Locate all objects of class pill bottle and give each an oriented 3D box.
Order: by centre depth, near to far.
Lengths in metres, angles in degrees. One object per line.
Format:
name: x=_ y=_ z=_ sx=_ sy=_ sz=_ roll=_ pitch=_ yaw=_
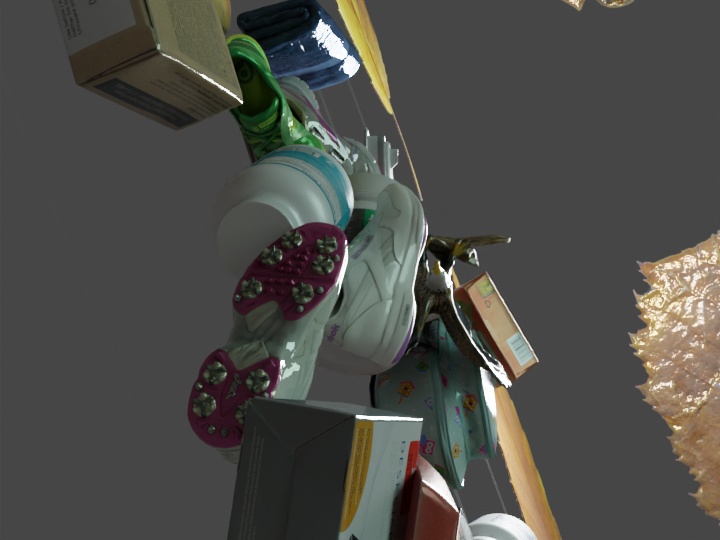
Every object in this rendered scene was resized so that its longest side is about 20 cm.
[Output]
pill bottle: x=-0.072 y=-0.048 z=0.844 sx=0.200 sy=0.110 sz=0.112 roll=-62 pitch=131 yaw=-73
pill bottle: x=0.000 y=0.000 z=0.987 sx=0.113 sy=0.112 sz=0.201 roll=58 pitch=30 yaw=-44
pill bottle: x=0.170 y=0.387 z=1.217 sx=0.200 sy=0.119 sz=0.121 roll=30 pitch=42 yaw=-71

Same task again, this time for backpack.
backpack: x=0.086 y=0.168 z=1.111 sx=0.200 sy=0.152 sz=0.177 roll=-59 pitch=141 yaw=-64

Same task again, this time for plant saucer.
plant saucer: x=0.048 y=0.264 z=0.775 sx=0.200 sy=0.036 sz=0.202 roll=82 pitch=17 yaw=-86

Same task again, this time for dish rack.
dish rack: x=0.031 y=-0.063 z=1.193 sx=0.172 sy=0.043 sz=0.202 roll=81 pitch=9 yaw=-65

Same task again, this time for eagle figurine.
eagle figurine: x=0.085 y=0.045 z=1.051 sx=0.151 sy=0.151 sz=0.202 roll=36 pitch=47 yaw=-45

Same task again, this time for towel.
towel: x=-0.071 y=-0.271 z=1.153 sx=0.200 sy=0.111 sz=0.049 roll=25 pitch=53 yaw=-74

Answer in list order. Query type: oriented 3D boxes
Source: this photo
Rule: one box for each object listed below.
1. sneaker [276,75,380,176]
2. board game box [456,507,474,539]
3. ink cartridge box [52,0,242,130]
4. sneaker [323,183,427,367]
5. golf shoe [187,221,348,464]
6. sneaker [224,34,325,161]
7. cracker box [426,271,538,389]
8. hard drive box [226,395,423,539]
sneaker: x=-0.058 y=-0.139 z=1.084 sx=0.200 sy=0.081 sz=0.088 roll=47 pitch=24 yaw=6
board game box: x=0.107 y=0.354 z=0.959 sx=0.200 sy=0.034 sz=0.136 roll=-54 pitch=123 yaw=-74
ink cartridge box: x=-0.179 y=-0.229 z=0.735 sx=0.165 sy=0.075 sz=0.202 roll=13 pitch=59 yaw=-74
sneaker: x=0.008 y=-0.011 z=0.875 sx=0.075 sy=0.099 sz=0.201 roll=116 pitch=-14 yaw=-51
golf shoe: x=-0.063 y=0.055 z=0.711 sx=0.201 sy=0.075 sz=0.092 roll=-62 pitch=155 yaw=-26
sneaker: x=-0.099 y=-0.152 z=0.987 sx=0.201 sy=0.074 sz=0.084 roll=57 pitch=13 yaw=-15
cracker box: x=0.123 y=0.103 z=1.234 sx=0.058 sy=0.200 sz=0.135 roll=-28 pitch=87 yaw=-41
hard drive box: x=-0.022 y=0.175 z=0.669 sx=0.200 sy=0.076 sz=0.157 roll=28 pitch=70 yaw=-72
